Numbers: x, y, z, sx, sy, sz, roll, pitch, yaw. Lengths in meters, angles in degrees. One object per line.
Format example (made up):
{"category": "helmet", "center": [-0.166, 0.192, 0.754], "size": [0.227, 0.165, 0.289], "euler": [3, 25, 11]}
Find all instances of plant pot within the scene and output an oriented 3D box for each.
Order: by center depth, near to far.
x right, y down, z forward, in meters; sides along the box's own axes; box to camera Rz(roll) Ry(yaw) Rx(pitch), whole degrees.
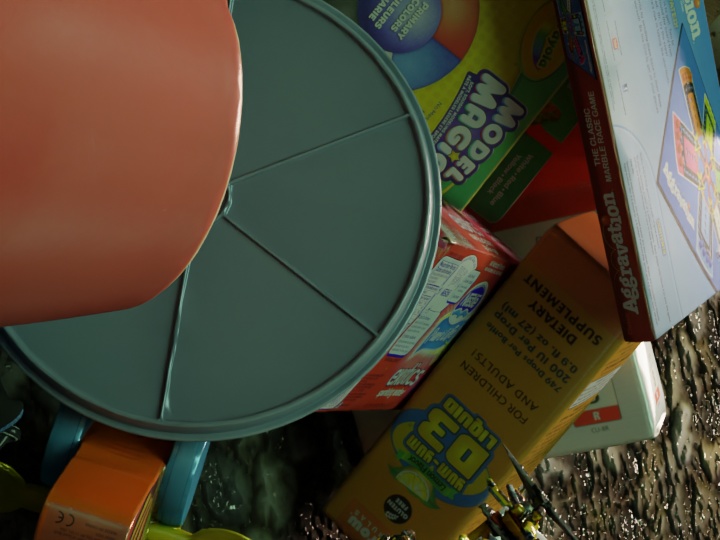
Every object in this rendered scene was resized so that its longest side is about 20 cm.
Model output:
{"category": "plant pot", "center": [-0.151, -0.063, 0.705], "size": [0.177, 0.200, 0.201], "euler": [6, 78, -39]}

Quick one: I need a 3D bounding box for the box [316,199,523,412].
{"category": "box", "center": [0.000, 0.000, 0.965], "size": [0.095, 0.100, 0.200], "euler": [42, 8, 13]}

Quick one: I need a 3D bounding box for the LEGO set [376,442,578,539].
{"category": "LEGO set", "center": [0.098, 0.165, 0.884], "size": [0.200, 0.116, 0.154], "euler": [51, 7, 14]}

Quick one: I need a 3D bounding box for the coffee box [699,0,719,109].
{"category": "coffee box", "center": [0.152, -0.159, 1.006], "size": [0.080, 0.113, 0.201], "euler": [-84, 161, -74]}

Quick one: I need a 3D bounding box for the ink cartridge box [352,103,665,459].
{"category": "ink cartridge box", "center": [0.059, 0.004, 1.073], "size": [0.050, 0.162, 0.200], "euler": [-48, 124, -64]}

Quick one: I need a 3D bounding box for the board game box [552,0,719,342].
{"category": "board game box", "center": [0.133, -0.079, 0.940], "size": [0.103, 0.019, 0.201], "euler": [-30, 112, -46]}

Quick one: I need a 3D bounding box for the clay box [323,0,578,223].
{"category": "clay box", "center": [0.023, -0.117, 0.942], "size": [0.200, 0.115, 0.048], "euler": [37, 6, -13]}

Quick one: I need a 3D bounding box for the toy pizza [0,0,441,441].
{"category": "toy pizza", "center": [-0.066, -0.027, 0.847], "size": [0.032, 0.200, 0.201], "euler": [97, -7, -77]}

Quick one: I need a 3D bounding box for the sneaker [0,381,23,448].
{"category": "sneaker", "center": [-0.181, 0.065, 0.766], "size": [0.079, 0.089, 0.200], "euler": [37, 53, -45]}

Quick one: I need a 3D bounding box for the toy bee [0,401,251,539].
{"category": "toy bee", "center": [-0.096, 0.101, 0.868], "size": [0.200, 0.131, 0.109], "euler": [-30, 141, -58]}

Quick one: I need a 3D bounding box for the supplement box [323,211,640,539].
{"category": "supplement box", "center": [0.069, 0.067, 1.022], "size": [0.067, 0.200, 0.069], "euler": [42, 23, 13]}

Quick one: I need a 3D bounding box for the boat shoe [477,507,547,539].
{"category": "boat shoe", "center": [0.102, 0.203, 1.198], "size": [0.062, 0.072, 0.200], "euler": [-55, 128, -15]}
